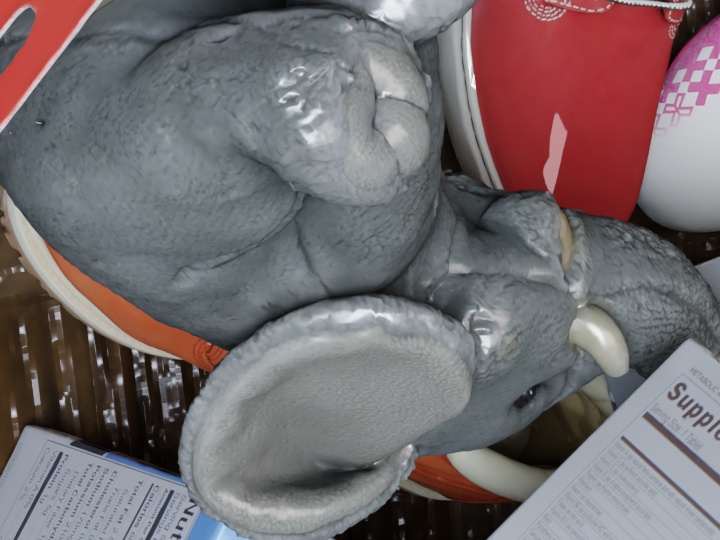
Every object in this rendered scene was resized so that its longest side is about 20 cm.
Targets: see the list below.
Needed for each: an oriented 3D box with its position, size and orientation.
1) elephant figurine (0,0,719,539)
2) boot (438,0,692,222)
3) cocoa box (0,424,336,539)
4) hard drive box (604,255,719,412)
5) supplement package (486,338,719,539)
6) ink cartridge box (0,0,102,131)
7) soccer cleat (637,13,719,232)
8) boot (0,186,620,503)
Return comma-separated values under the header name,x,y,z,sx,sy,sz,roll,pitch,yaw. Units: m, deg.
name,x,y,z,sx,sy,sz,roll,pitch,yaw
elephant figurine,0.000,0.000,0.729,0.142,0.154,0.201,-53,137,-32
boot,0.089,-0.100,0.858,0.072,0.144,0.201,-1,96,-32
cocoa box,-0.017,0.148,0.824,0.199,0.131,0.134,30,80,-30
hard drive box,0.160,0.078,0.880,0.200,0.076,0.157,10,63,-60
supplement package,0.063,0.137,0.699,0.200,0.114,0.110,-44,119,0
ink cartridge box,-0.120,-0.087,0.664,0.047,0.200,0.160,27,116,-32
soccer cleat,0.169,-0.064,0.895,0.199,0.087,0.070,-33,122,17
boot,-0.008,0.009,0.832,0.199,0.107,0.075,31,82,-28
